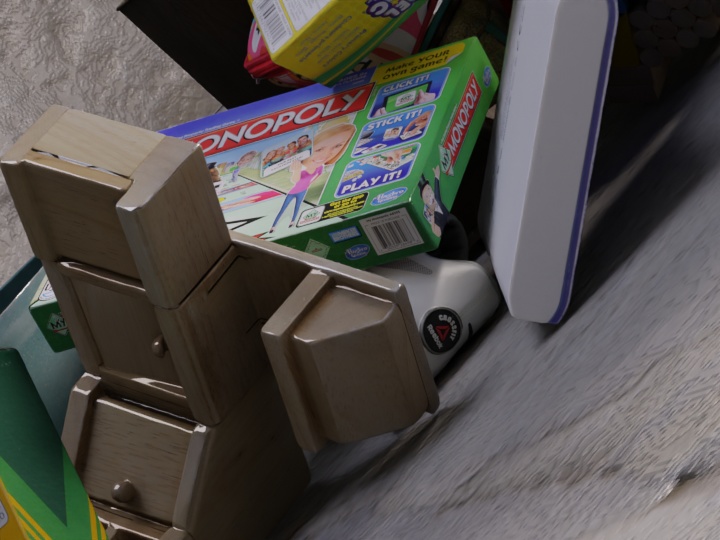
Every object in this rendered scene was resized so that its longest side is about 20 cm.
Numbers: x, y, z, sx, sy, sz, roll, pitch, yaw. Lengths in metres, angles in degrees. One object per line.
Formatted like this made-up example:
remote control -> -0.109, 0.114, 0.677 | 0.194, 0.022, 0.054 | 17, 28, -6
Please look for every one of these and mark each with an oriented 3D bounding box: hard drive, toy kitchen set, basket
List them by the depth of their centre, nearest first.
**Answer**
toy kitchen set -> -0.084, 0.076, 1.207 | 0.162, 0.201, 0.181 | 16, 51, 32
hard drive -> 0.077, -0.061, 1.257 | 0.200, 0.025, 0.133 | -98, 17, -80
basket -> -0.021, -0.124, 1.686 | 0.136, 0.200, 0.180 | -45, 9, -3

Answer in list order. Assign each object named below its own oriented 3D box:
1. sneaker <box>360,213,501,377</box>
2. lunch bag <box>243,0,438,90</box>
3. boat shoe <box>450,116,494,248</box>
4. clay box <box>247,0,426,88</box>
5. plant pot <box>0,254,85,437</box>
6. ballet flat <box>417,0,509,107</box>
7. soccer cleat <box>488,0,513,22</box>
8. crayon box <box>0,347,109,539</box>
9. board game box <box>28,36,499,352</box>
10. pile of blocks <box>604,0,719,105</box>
sneaker -> 0.004, 0.004, 1.350 | 0.088, 0.074, 0.200 | -33, 28, -11
lunch bag -> -0.003, -0.153, 1.503 | 0.200, 0.081, 0.177 | 178, 107, -80
boat shoe -> 0.000, 0.000, 1.464 | 0.199, 0.072, 0.068 | -35, 5, 8
clay box -> 0.024, -0.191, 1.346 | 0.200, 0.047, 0.115 | -40, 53, 24
plant pot -> -0.187, 0.095, 1.679 | 0.200, 0.134, 0.200 | -45, 8, 8
ballet flat -> 0.040, -0.082, 1.533 | 0.071, 0.071, 0.200 | -49, 1, -24
soccer cleat -> 0.119, -0.171, 1.569 | 0.085, 0.069, 0.200 | -18, 15, 47
crayon box -> -0.149, 0.148, 1.180 | 0.126, 0.201, 0.051 | -40, -24, 30
board game box -> -0.043, -0.035, 1.347 | 0.199, 0.029, 0.135 | -15, 31, 26
pile of blocks -> 0.148, -0.148, 1.323 | 0.200, 0.082, 0.062 | -38, 23, 46
